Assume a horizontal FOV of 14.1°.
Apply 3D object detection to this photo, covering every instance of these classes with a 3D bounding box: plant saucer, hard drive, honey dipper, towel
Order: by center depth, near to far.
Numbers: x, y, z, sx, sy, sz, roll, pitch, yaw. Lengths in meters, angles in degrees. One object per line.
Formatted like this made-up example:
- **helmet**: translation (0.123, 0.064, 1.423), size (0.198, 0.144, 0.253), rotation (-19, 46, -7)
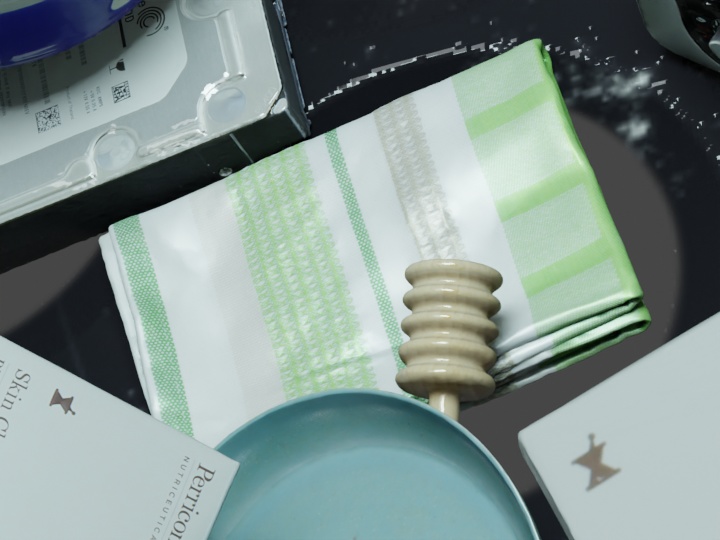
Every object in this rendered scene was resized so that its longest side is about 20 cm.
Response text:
- **plant saucer**: translation (-0.007, 0.142, 1.032), size (0.200, 0.027, 0.200), rotation (-13, 69, 35)
- **honey dipper**: translation (0.025, 0.096, 1.060), size (0.038, 0.038, 0.200), rotation (0, 74, 23)
- **towel**: translation (0.000, 0.000, 1.143), size (0.200, 0.031, 0.149), rotation (-25, 56, 8)
- **hard drive**: translation (-0.128, -0.078, 1.240), size (0.200, 0.038, 0.140), rotation (-20, 56, 11)

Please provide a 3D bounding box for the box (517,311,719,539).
- **box**: translation (0.193, 0.106, 0.909), size (0.199, 0.171, 0.200), rotation (-31, 54, 5)

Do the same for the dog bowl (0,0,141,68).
- **dog bowl**: translation (-0.160, -0.184, 1.173), size (0.200, 0.079, 0.200), rotation (-1, 70, 2)

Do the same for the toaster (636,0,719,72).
- **toaster**: translation (0.217, -0.151, 1.082), size (0.181, 0.119, 0.200), rotation (28, 76, 33)

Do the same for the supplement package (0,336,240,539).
- **supplement package**: translation (-0.151, 0.143, 1.028), size (0.156, 0.111, 0.200), rotation (-30, 35, 63)
